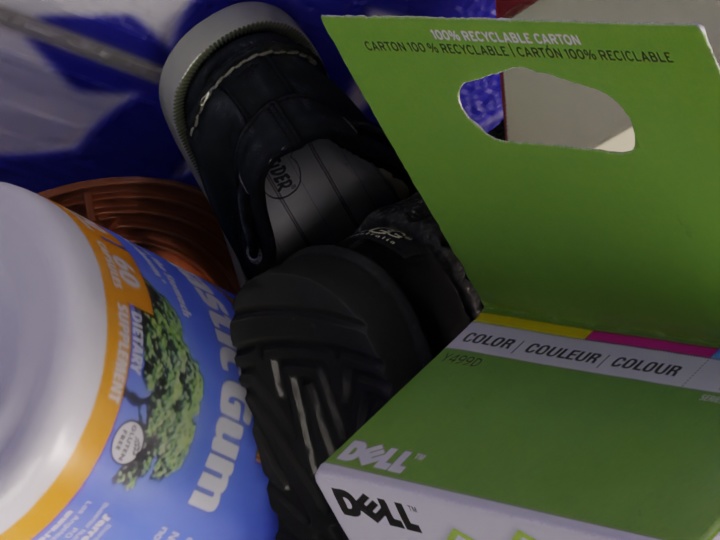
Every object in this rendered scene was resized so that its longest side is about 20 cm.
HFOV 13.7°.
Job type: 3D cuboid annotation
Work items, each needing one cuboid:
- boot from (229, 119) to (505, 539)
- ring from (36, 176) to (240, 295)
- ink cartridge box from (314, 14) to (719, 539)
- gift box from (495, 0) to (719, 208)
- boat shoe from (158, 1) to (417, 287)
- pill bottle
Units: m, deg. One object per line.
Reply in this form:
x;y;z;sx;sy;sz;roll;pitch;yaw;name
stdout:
0.049;0.059;0.908;0.158;0.079;0.212;-31;122;-43;boot
-0.103;0.058;0.990;0.200;0.019;0.201;-24;136;-26;ring
0.054;0.038;0.755;0.076;0.147;0.201;-43;119;-27;ink cartridge box
0.145;-0.092;0.802;0.186;0.185;0.199;-30;143;35;gift box
0.002;-0.002;0.967;0.074;0.066;0.200;-33;137;-7;boat shoe
-0.066;0.055;0.916;0.112;0.113;0.200;-32;147;22;pill bottle
